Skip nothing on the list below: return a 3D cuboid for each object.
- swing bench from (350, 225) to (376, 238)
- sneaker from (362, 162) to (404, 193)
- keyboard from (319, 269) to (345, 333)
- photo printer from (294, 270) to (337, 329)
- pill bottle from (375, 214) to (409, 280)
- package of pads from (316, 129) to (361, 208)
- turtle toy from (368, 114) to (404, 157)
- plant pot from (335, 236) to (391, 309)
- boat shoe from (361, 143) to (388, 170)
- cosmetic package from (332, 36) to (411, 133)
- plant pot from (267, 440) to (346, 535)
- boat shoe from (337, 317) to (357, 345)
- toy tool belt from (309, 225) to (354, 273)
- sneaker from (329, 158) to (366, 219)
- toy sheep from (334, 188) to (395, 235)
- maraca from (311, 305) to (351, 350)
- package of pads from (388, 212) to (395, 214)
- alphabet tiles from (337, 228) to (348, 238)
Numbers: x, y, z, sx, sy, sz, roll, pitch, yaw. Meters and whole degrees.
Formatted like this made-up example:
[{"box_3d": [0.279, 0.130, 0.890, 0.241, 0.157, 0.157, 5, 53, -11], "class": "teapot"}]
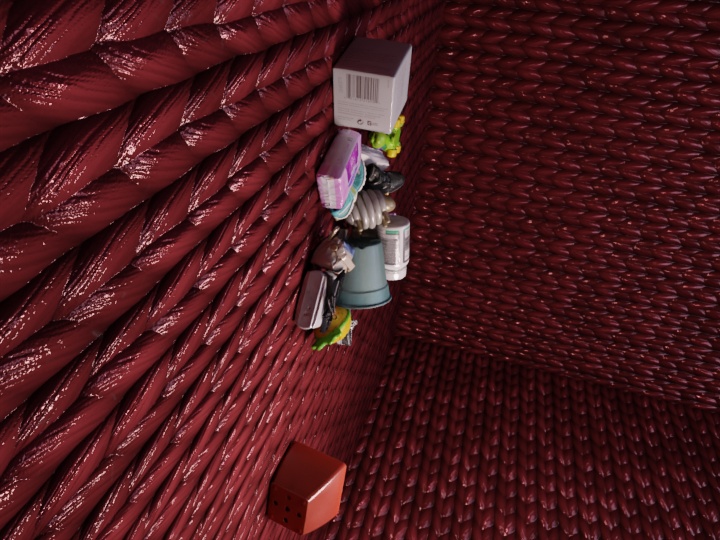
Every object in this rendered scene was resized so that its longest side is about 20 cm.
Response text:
[{"box_3d": [0.020, -0.066, 1.864, 0.200, 0.129, 0.200, -24, 124, -71], "class": "swing bench"}, {"box_3d": [0.063, -0.293, 1.640, 0.114, 0.199, 0.076, 161, -76, -67], "class": "sneaker"}, {"box_3d": [-0.072, 0.101, 1.453, 0.104, 0.040, 0.200, -52, 162, -56], "class": "keyboard"}, {"box_3d": [-0.122, 0.082, 1.498, 0.200, 0.069, 0.167, 3, 102, -80], "class": "photo printer"}, {"box_3d": [0.108, -0.076, 1.728, 0.113, 0.113, 0.201, -59, 152, -59], "class": "pill bottle"}, {"box_3d": [-0.057, -0.280, 1.409, 0.121, 0.075, 0.200, 90, 16, -54], "class": "package of pads"}, {"box_3d": [0.093, -0.494, 1.872, 0.200, 0.101, 0.146, -57, 156, -61], "class": "turtle toy"}, {"box_3d": [0.000, 0.000, 1.667, 0.200, 0.200, 0.197, -49, 139, -69], "class": "plant pot"}, {"box_3d": [0.016, -0.366, 1.628, 0.200, 0.072, 0.069, -4, 66, -46], "class": "boat shoe"}, {"box_3d": [0.033, -0.501, 1.379, 0.165, 0.164, 0.200, 91, 17, -47], "class": "cosmetic package"}, {"box_3d": [-0.183, 0.696, 1.607, 0.176, 0.199, 0.201, -24, 127, -63], "class": "plant pot"}, {"box_3d": [-0.050, 0.211, 2.023, 0.074, 0.068, 0.200, -53, 153, -66], "class": "boat shoe"}, {"box_3d": [-0.064, -0.055, 1.501, 0.200, 0.125, 0.123, 31, 78, -76], "class": "toy tool belt"}, {"box_3d": [-0.040, -0.250, 1.529, 0.080, 0.077, 0.201, 4, 104, -68], "class": "sneaker"}, {"box_3d": [0.015, -0.189, 1.615, 0.138, 0.199, 0.138, 163, -90, -78], "class": "toy sheep"}, {"box_3d": [-0.094, 0.182, 1.618, 0.107, 0.137, 0.200, 51, 24, -16], "class": "maraca"}, {"box_3d": [0.062, -0.140, 2.023, 0.076, 0.120, 0.201, -7, 109, -78], "class": "package of pads"}, {"box_3d": [-0.071, -0.048, 1.769, 0.200, 0.015, 0.196, -23, 125, -78], "class": "alphabet tiles"}]
